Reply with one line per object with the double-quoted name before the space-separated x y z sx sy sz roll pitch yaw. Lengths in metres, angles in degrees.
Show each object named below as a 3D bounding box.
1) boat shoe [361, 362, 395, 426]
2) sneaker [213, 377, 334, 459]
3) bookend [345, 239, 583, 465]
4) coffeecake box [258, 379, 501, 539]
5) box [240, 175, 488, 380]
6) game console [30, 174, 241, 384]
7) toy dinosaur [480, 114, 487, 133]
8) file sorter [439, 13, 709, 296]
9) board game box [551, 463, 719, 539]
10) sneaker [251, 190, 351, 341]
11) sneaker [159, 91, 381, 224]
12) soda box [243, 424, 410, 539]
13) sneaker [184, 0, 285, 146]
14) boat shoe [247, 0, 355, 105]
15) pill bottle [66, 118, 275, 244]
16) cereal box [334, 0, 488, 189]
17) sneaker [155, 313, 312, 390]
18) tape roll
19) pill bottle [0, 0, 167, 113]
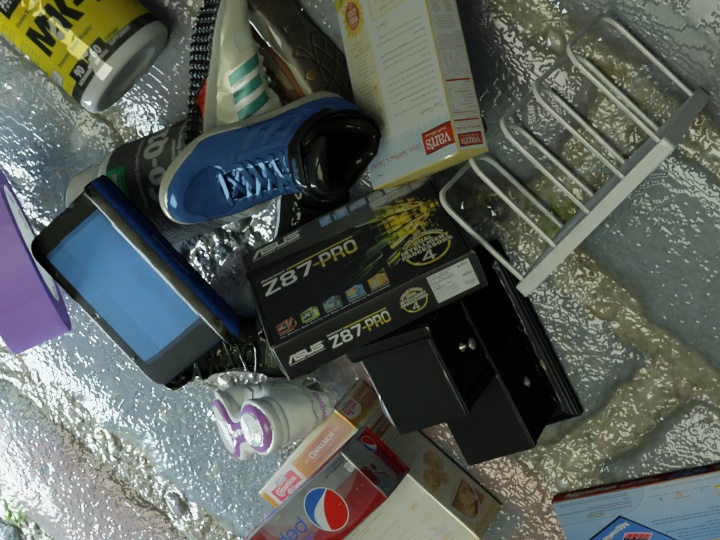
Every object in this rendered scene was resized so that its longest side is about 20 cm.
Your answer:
"boat shoe" 0.023 0.061 1.675 0.067 0.074 0.200 4 106 39
"sneaker" -0.090 0.151 1.734 0.200 0.100 0.075 -1 108 67
"bookend" 0.103 0.106 1.573 0.092 0.200 0.199 -20 103 31
"coffeecake box" 0.019 0.239 1.749 0.200 0.073 0.154 42 123 2
"box" 0.000 0.000 1.523 0.200 0.161 0.049 -26 123 2
"game console" -0.221 0.019 1.600 0.118 0.171 0.200 -43 97 1
"toy dinosaur" 0.068 -0.178 1.536 0.200 0.060 0.106 60 141 29
"file sorter" 0.183 -0.105 1.472 0.125 0.139 0.200 43 123 2
"board game box" 0.299 0.253 1.660 0.200 0.019 0.103 -16 105 30
"sneaker" -0.049 -0.009 1.634 0.073 0.112 0.200 7 131 -21
"sneaker" -0.076 -0.092 1.476 0.111 0.200 0.077 34 146 59
"soda box" -0.041 0.247 1.699 0.070 0.063 0.200 45 123 1
"sneaker" -0.108 -0.167 1.549 0.093 0.070 0.200 4 94 -21
"boat shoe" -0.070 -0.196 1.591 0.072 0.076 0.200 -34 90 39
"pill bottle" -0.189 -0.085 1.668 0.200 0.113 0.113 -19 104 30
"cereal box" 0.041 -0.183 1.486 0.144 0.040 0.200 -18 83 57
"sneaker" -0.143 0.087 1.730 0.199 0.114 0.076 13 120 17
"tape roll" -0.371 -0.016 1.734 0.066 0.200 0.200 -25 104 -4
"pill bottle" -0.297 -0.260 1.635 0.200 0.114 0.114 42 123 2
